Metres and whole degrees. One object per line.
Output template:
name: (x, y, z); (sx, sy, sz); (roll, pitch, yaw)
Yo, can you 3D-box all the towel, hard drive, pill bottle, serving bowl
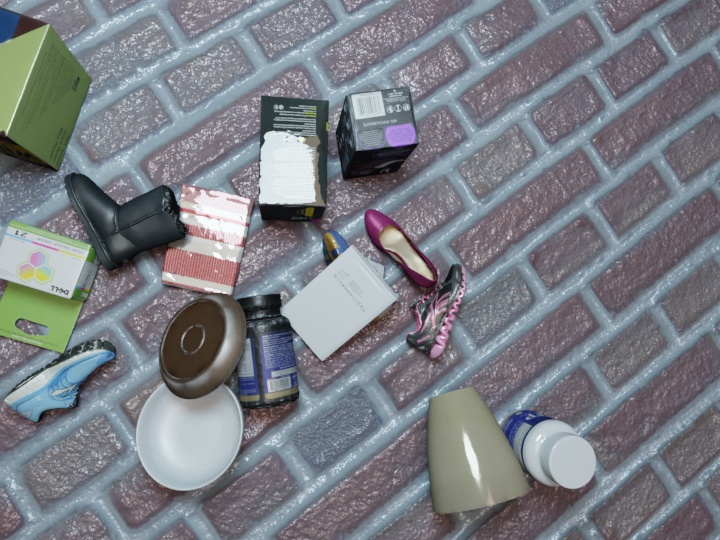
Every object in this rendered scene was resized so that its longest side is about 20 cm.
towel: (-0.299, -0.059, 1.046); (0.143, 0.023, 0.202); (12, 84, -8)
hard drive: (-0.044, 0.065, 1.026); (0.200, 0.027, 0.132); (-41, 91, 18)
pill bottle: (-0.180, 0.148, 1.000); (0.111, 0.112, 0.202); (-6, 86, -9)
pill bottle: (0.353, 0.341, 1.020); (0.118, 0.200, 0.121); (1, 85, -9)
serving bowl: (-0.303, 0.293, 0.980); (0.198, 0.066, 0.202); (-2, 72, 6)

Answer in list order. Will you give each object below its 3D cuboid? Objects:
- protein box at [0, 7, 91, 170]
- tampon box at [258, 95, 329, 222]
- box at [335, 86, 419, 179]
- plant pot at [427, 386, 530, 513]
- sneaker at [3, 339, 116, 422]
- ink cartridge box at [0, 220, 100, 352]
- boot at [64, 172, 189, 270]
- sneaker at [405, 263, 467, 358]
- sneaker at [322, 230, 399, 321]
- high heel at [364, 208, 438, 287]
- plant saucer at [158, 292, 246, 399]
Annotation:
protein box: (-0.601, -0.312, 0.931); (0.134, 0.200, 0.200); (17, 83, -7)
tampon box: (-0.128, -0.205, 1.020); (0.125, 0.150, 0.202); (2, 85, -8)
box: (0.026, -0.257, 1.023); (0.121, 0.200, 0.107); (-9, 86, -9)
plant pot: (0.203, 0.333, 1.021); (0.185, 0.188, 0.202); (-11, 73, -9)
sneaker: (-0.530, 0.202, 0.973); (0.199, 0.078, 0.090); (-33, 108, -6)
ink cartridge box: (-0.581, 0.032, 0.964); (0.146, 0.076, 0.202); (17, 80, -6)
boot: (-0.430, -0.120, 0.991); (0.167, 0.076, 0.201); (-27, 86, -3)
sneaker: (0.151, 0.072, 1.083); (0.095, 0.079, 0.202); (21, 81, 5)
sneaker: (0.000, 0.000, 1.070); (0.088, 0.075, 0.201); (-34, 96, -23)
high heel: (0.084, -0.050, 1.066); (0.067, 0.096, 0.200); (-44, 92, -10)
plant saucer: (-0.295, 0.128, 0.963); (0.198, 0.032, 0.202); (-13, 59, 23)
